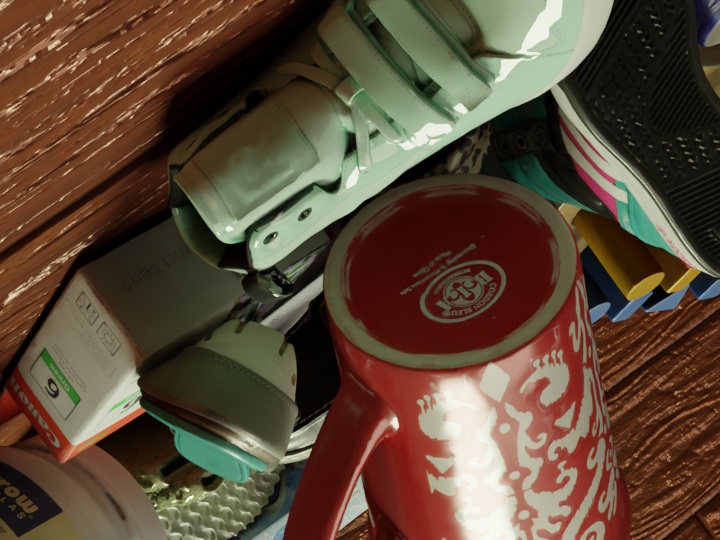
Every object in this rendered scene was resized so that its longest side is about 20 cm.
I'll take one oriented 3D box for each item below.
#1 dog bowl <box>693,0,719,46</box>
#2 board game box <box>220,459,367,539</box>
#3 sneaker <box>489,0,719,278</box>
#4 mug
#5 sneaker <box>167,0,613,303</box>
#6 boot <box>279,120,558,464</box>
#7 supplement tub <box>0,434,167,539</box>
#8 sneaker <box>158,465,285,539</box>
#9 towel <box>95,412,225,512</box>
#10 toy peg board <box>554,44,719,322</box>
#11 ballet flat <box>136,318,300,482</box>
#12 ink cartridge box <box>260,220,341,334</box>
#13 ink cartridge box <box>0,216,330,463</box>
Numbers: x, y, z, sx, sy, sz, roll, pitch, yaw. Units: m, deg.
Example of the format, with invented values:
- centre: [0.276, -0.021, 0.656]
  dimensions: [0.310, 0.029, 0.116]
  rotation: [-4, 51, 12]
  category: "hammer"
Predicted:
- centre: [0.195, -0.184, 0.693]
  dimensions: [0.200, 0.079, 0.200]
  rotation: [-36, 174, -5]
  category: "dog bowl"
- centre: [-0.084, 0.140, 1.183]
  dimensions: [0.199, 0.043, 0.200]
  rotation: [-33, -150, -29]
  category: "board game box"
- centre: [0.094, -0.086, 0.710]
  dimensions: [0.084, 0.200, 0.121]
  rotation: [-45, -145, -13]
  category: "sneaker"
- centre: [0.047, 0.077, 0.758]
  dimensions: [0.200, 0.133, 0.178]
  rotation: [77, 31, -49]
  category: "mug"
- centre: [0.002, -0.056, 0.558]
  dimensions: [0.118, 0.074, 0.200]
  rotation: [-41, 179, -31]
  category: "sneaker"
- centre: [0.000, -0.002, 0.820]
  dimensions: [0.204, 0.073, 0.154]
  rotation: [-39, 150, -2]
  category: "boot"
- centre: [-0.198, 0.169, 0.790]
  dimensions: [0.145, 0.145, 0.200]
  rotation: [-42, 172, 38]
  category: "supplement tub"
- centre: [-0.098, 0.113, 1.128]
  dimensions: [0.100, 0.070, 0.200]
  rotation: [-14, -149, 45]
  category: "sneaker"
- centre: [-0.116, 0.103, 0.982]
  dimensions: [0.200, 0.036, 0.148]
  rotation: [-11, -167, 44]
  category: "towel"
- centre: [0.202, -0.030, 0.981]
  dimensions: [0.200, 0.098, 0.199]
  rotation: [-9, 147, -44]
  category: "toy peg board"
- centre: [-0.055, 0.050, 0.717]
  dimensions: [0.064, 0.067, 0.200]
  rotation: [-63, 179, -11]
  category: "ballet flat"
- centre: [-0.042, 0.010, 0.970]
  dimensions: [0.119, 0.042, 0.200]
  rotation: [-40, 171, 6]
  category: "ink cartridge box"
- centre: [-0.101, 0.034, 0.777]
  dimensions: [0.109, 0.050, 0.200]
  rotation: [-33, 172, -35]
  category: "ink cartridge box"
